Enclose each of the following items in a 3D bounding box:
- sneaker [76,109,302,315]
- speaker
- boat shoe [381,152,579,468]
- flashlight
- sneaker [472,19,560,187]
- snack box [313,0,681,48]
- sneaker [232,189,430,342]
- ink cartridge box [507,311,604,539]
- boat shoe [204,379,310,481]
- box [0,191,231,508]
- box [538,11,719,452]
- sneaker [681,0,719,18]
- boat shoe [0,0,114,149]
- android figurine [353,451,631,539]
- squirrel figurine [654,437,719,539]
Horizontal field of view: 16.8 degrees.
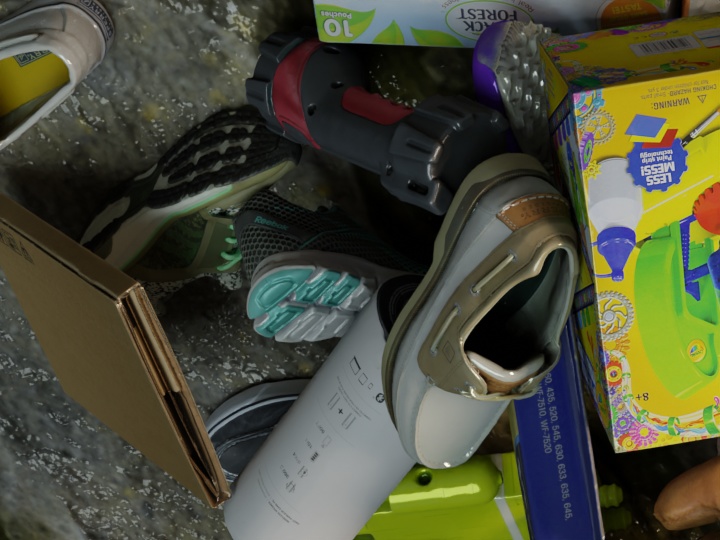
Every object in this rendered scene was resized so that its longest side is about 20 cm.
[{"bbox_3d":[-0.093,-0.030,1.499,0.089,0.077,0.200,39,136,-25],"label":"sneaker"},{"bbox_3d":[-0.004,0.095,1.431,0.081,0.081,0.200,31,127,-6],"label":"speaker"},{"bbox_3d":[0.064,0.037,1.283,0.074,0.069,0.201,-7,133,-24],"label":"boat shoe"},{"bbox_3d":[0.011,-0.087,1.344,0.200,0.068,0.068,24,120,55],"label":"flashlight"},{"bbox_3d":[0.082,-0.070,1.370,0.099,0.070,0.200,6,154,28],"label":"sneaker"},{"bbox_3d":[0.070,-0.191,1.322,0.199,0.053,0.143,4,129,16],"label":"snack box"},{"bbox_3d":[0.000,0.000,1.459,0.078,0.091,0.200,-42,144,22],"label":"sneaker"},{"bbox_3d":[0.102,0.075,1.374,0.047,0.199,0.200,-9,164,4],"label":"ink cartridge box"},{"bbox_3d":[-0.022,0.116,1.579,0.199,0.068,0.072,-8,124,23],"label":"boat shoe"},{"bbox_3d":[-0.160,0.045,1.495,0.200,0.021,0.164,29,148,51],"label":"box"},{"bbox_3d":[0.208,-0.030,1.259,0.199,0.122,0.194,-10,109,-1],"label":"box"},{"bbox_3d":[0.235,-0.071,1.349,0.092,0.076,0.201,-6,125,17],"label":"sneaker"},{"bbox_3d":[-0.237,-0.094,1.478,0.201,0.086,0.075,-23,117,31],"label":"boat shoe"},{"bbox_3d":[0.071,0.158,1.554,0.199,0.041,0.182,-6,154,9],"label":"android figurine"},{"bbox_3d":[0.270,0.144,1.425,0.199,0.187,0.142,-9,123,24],"label":"squirrel figurine"}]
